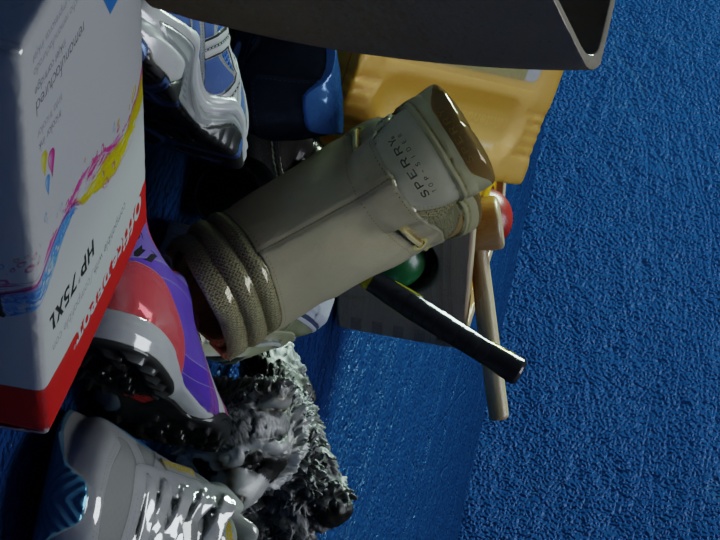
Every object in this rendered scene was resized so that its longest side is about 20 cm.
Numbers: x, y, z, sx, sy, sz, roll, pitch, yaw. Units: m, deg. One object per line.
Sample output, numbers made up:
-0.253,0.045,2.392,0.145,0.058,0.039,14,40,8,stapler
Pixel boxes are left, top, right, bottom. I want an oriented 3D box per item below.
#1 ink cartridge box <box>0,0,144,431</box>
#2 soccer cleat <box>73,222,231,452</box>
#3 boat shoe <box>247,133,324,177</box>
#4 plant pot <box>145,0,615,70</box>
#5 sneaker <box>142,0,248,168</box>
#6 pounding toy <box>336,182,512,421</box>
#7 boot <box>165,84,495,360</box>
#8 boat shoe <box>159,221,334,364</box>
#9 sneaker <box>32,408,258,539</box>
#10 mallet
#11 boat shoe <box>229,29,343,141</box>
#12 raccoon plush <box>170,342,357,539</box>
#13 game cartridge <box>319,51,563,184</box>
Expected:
-0.119,-0.032,0.782,0.116,0.067,0.200,-70,168,-46,ink cartridge box
-0.095,0.033,1.080,0.200,0.068,0.073,68,29,-70,soccer cleat
-0.036,-0.056,1.343,0.200,0.065,0.073,86,18,-55,boat shoe
-0.014,-0.196,0.840,0.200,0.177,0.200,57,38,-42,plant pot
-0.079,-0.098,0.980,0.200,0.076,0.077,71,35,-75,sneaker
0.064,-0.028,1.765,0.200,0.142,0.184,-71,167,-47,pounding toy
-0.017,-0.017,1.147,0.073,0.155,0.200,58,-5,1,boot
-0.071,0.018,1.253,0.062,0.072,0.200,-64,162,0,boat shoe
-0.100,0.113,1.090,0.200,0.081,0.077,49,53,-77,sneaker
0.000,0.000,1.255,0.041,0.200,0.066,-58,-175,6,mallet
-0.050,-0.122,1.153,0.200,0.069,0.084,-104,-172,-70,boat shoe
-0.073,0.069,1.325,0.200,0.097,0.134,-114,-173,-49,raccoon plush
0.062,-0.150,1.257,0.176,0.032,0.200,5,105,-50,game cartridge
